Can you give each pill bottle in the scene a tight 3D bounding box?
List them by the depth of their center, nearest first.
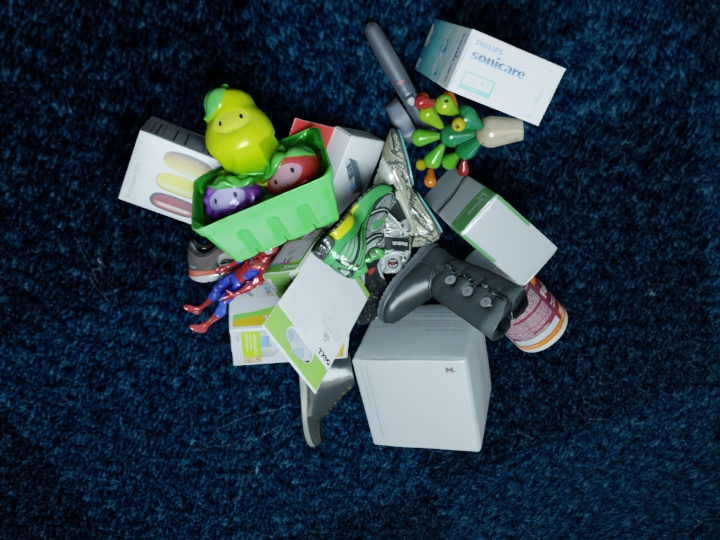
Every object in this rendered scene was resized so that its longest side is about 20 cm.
[{"bbox_3d":[0.276,0.048,1.121,0.114,0.114,0.200,-42,115,11],"label":"pill bottle"}]

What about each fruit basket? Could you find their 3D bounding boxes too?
[{"bbox_3d":[-0.143,-0.141,0.833,0.215,0.156,0.216,-7,130,-8],"label":"fruit basket"}]

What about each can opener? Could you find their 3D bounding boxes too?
[{"bbox_3d":[0.061,-0.290,0.954,0.078,0.063,0.200,-28,117,5],"label":"can opener"}]

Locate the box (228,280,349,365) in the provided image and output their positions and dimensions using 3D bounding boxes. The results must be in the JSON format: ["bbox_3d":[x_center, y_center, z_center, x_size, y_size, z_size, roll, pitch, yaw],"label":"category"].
[{"bbox_3d":[-0.121,0.086,1.061,0.199,0.102,0.113,-2,140,-9],"label":"box"}]

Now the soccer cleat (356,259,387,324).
[{"bbox_3d":[0.000,0.000,1.035,0.068,0.073,0.201,-21,128,-21],"label":"soccer cleat"}]

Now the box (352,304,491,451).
[{"bbox_3d":[0.117,0.186,1.096,0.199,0.171,0.200,-3,119,20],"label":"box"}]

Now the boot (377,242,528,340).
[{"bbox_3d":[0.144,0.057,0.993,0.165,0.200,0.066,-55,147,-4],"label":"boot"}]

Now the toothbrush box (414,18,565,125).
[{"bbox_3d":[0.179,-0.293,0.897,0.146,0.200,0.086,16,111,-17],"label":"toothbrush box"}]

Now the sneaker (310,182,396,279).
[{"bbox_3d":[0.005,-0.057,0.911,0.085,0.200,0.078,45,137,-9],"label":"sneaker"}]

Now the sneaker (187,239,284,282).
[{"bbox_3d":[-0.194,-0.036,1.028,0.199,0.077,0.082,-11,110,-5],"label":"sneaker"}]

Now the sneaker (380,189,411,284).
[{"bbox_3d":[0.059,-0.037,1.062,0.074,0.089,0.201,-4,114,-6],"label":"sneaker"}]

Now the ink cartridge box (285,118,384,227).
[{"bbox_3d":[-0.062,-0.126,0.968,0.176,0.045,0.201,-6,125,-53],"label":"ink cartridge box"}]

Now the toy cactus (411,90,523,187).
[{"bbox_3d":[0.156,-0.197,0.913,0.164,0.103,0.200,-2,152,11],"label":"toy cactus"}]

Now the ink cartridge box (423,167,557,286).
[{"bbox_3d":[0.202,-0.079,1.003,0.146,0.200,0.084,36,101,-23],"label":"ink cartridge box"}]

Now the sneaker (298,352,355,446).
[{"bbox_3d":[-0.060,0.249,1.181,0.106,0.075,0.201,-4,115,-4],"label":"sneaker"}]

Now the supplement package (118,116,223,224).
[{"bbox_3d":[-0.247,-0.139,0.948,0.199,0.110,0.114,19,110,-17],"label":"supplement package"}]

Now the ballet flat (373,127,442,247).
[{"bbox_3d":[0.066,-0.125,1.000,0.075,0.068,0.200,-25,109,1],"label":"ballet flat"}]

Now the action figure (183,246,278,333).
[{"bbox_3d":[-0.202,0.021,0.979,0.200,0.066,0.052,-38,143,17],"label":"action figure"}]

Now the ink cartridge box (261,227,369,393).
[{"bbox_3d":[-0.083,0.056,0.914,0.076,0.200,0.148,-5,130,37],"label":"ink cartridge box"}]
